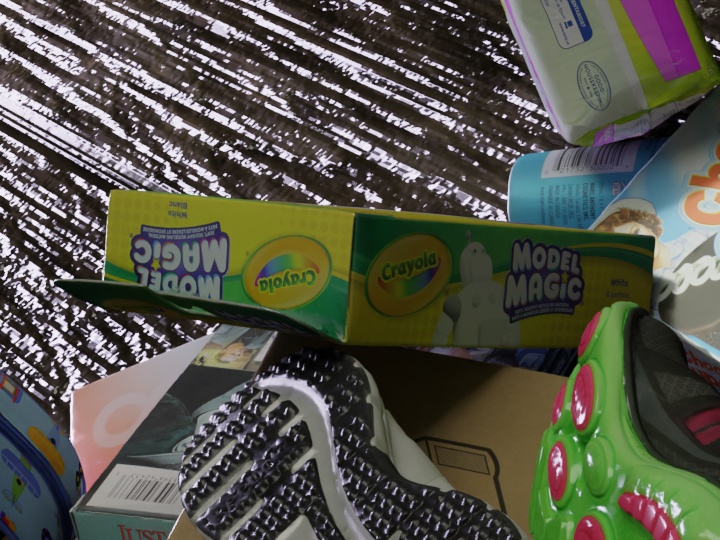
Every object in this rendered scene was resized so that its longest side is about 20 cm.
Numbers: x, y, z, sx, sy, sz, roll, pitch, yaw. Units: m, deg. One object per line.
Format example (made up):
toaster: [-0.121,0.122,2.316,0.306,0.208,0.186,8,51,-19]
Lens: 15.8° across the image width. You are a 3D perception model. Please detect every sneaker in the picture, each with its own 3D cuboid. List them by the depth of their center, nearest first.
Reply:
sneaker: [0.104,0.073,0.779,0.200,0.084,0.077,-108,36,-65]
sneaker: [0.008,0.091,0.797,0.074,0.080,0.200,-41,33,-3]

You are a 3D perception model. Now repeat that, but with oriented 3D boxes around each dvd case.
dvd case: [-0.003,0.049,0.997,0.146,0.022,0.200,3,29,23]

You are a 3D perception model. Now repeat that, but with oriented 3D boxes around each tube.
tube: [0.159,-0.033,1.037,0.200,0.050,0.077,-6,53,24]

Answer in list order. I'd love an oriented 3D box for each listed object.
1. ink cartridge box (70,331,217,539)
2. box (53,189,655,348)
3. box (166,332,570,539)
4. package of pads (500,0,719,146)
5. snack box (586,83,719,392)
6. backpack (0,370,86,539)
ink cartridge box: [-0.021,0.074,1.026,0.200,0.050,0.162,-26,34,12]
box: [0.000,0.000,0.913,0.117,0.048,0.200,7,4,40]
box: [0.011,0.106,0.838,0.163,0.021,0.200,11,48,20]
package of pads: [0.087,-0.128,1.057,0.068,0.155,0.200,-23,3,5]
snack box: [0.184,-0.040,0.983,0.116,0.037,0.200,34,75,34]
backpack: [-0.192,0.083,0.989,0.200,0.183,0.135,-30,22,43]
